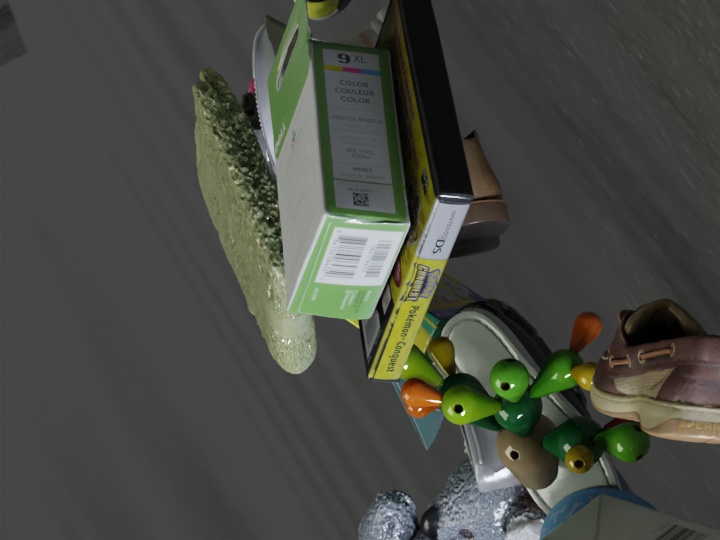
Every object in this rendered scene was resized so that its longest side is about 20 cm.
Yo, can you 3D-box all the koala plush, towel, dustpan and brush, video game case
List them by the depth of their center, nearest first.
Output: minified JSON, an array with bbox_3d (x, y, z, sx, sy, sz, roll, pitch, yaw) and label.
[{"bbox_3d":[0.025,-0.060,1.313,0.181,0.025,0.201,110,159,-46],"label":"video game case"},{"bbox_3d":[-0.078,-0.037,1.455,0.149,0.036,0.201,91,158,-57],"label":"towel"},{"bbox_3d":[-0.042,-0.075,1.464,0.139,0.057,0.201,11,-122,-74],"label":"dustpan and brush"},{"bbox_3d":[0.111,0.221,1.702,0.201,0.182,0.178,102,157,-44],"label":"koala plush"}]

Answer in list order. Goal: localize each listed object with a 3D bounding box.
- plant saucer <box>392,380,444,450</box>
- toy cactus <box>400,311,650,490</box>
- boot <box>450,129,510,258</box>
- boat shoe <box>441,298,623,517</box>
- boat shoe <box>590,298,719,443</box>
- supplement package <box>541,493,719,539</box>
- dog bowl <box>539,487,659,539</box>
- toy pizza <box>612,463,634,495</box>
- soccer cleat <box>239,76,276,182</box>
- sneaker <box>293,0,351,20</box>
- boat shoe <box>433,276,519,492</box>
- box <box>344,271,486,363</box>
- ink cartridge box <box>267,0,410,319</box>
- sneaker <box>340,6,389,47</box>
[{"bbox_3d":[0.028,0.057,1.716,0.201,0.036,0.200,63,178,3],"label":"plant saucer"},{"bbox_3d":[0.110,0.095,1.372,0.199,0.103,0.165,9,152,19],"label":"toy cactus"},{"bbox_3d":[0.064,-0.050,1.448,0.200,0.073,0.076,132,129,-74],"label":"boot"},{"bbox_3d":[0.138,0.106,1.467,0.201,0.075,0.060,59,-151,0],"label":"boat shoe"},{"bbox_3d":[0.179,0.052,1.156,0.200,0.072,0.073,-122,35,-86],"label":"boat shoe"},{"bbox_3d":[0.178,0.245,1.257,0.200,0.155,0.111,11,130,58],"label":"supplement package"},{"bbox_3d":[0.193,0.256,1.428,0.201,0.111,0.050,63,-148,-6],"label":"dog bowl"},{"bbox_3d":[0.189,0.207,1.551,0.201,0.032,0.200,58,169,19],"label":"toy pizza"},{"bbox_3d":[-0.061,-0.115,1.598,0.200,0.069,0.087,-57,-34,-65],"label":"soccer cleat"},{"bbox_3d":[-0.048,-0.235,1.434,0.076,0.076,0.200,56,169,17],"label":"sneaker"},{"bbox_3d":[0.086,0.094,1.613,0.072,0.068,0.201,79,170,-60],"label":"boat shoe"},{"bbox_3d":[0.000,0.000,1.558,0.199,0.049,0.117,31,-163,22],"label":"box"},{"bbox_3d":[-0.016,-0.080,1.309,0.104,0.059,0.201,113,156,-50],"label":"ink cartridge box"},{"bbox_3d":[0.009,-0.113,1.472,0.074,0.080,0.200,53,168,32],"label":"sneaker"}]
